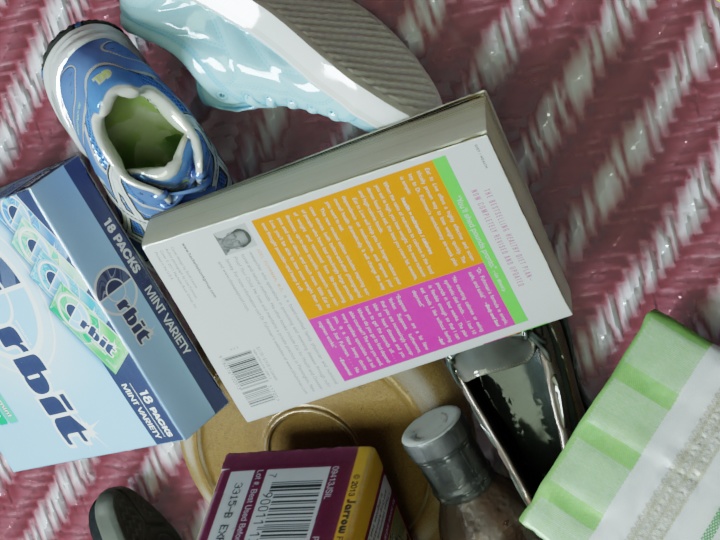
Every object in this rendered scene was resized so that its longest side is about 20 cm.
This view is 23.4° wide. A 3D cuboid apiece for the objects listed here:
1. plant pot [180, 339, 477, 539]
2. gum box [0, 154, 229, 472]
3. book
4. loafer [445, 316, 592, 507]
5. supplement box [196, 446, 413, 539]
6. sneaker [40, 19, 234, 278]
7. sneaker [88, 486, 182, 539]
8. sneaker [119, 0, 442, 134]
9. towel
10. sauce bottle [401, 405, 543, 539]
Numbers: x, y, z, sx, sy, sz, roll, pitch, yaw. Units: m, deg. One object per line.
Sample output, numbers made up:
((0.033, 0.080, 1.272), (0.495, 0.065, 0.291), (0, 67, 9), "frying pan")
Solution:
((-0.027, 0.109, 1.084), (0.199, 0.028, 0.201), (7, 115, 15), "plant pot")
((-0.191, 0.033, 1.050), (0.199, 0.045, 0.171), (-15, 109, 48), "gum box")
((0.000, 0.000, 0.945), (0.199, 0.048, 0.134), (-18, 121, 15), "book")
((0.089, 0.060, 1.003), (0.072, 0.063, 0.201), (-22, 105, 25), "loafer")
((-0.022, 0.220, 1.045), (0.103, 0.131, 0.201), (-6, 128, 20), "supplement box")
((-0.112, -0.046, 0.986), (0.076, 0.077, 0.200), (-38, 123, -4), "sneaker")
((-0.152, 0.242, 1.155), (0.114, 0.076, 0.200), (-19, 112, 17), "sneaker")
((-0.048, -0.118, 0.970), (0.200, 0.074, 0.082), (35, 127, 10), "sneaker")
((0.205, 0.134, 0.950), (0.200, 0.031, 0.150), (35, 94, 21), "towel")
((0.089, 0.172, 1.046), (0.064, 0.065, 0.201), (-19, 111, 24), "sauce bottle")
